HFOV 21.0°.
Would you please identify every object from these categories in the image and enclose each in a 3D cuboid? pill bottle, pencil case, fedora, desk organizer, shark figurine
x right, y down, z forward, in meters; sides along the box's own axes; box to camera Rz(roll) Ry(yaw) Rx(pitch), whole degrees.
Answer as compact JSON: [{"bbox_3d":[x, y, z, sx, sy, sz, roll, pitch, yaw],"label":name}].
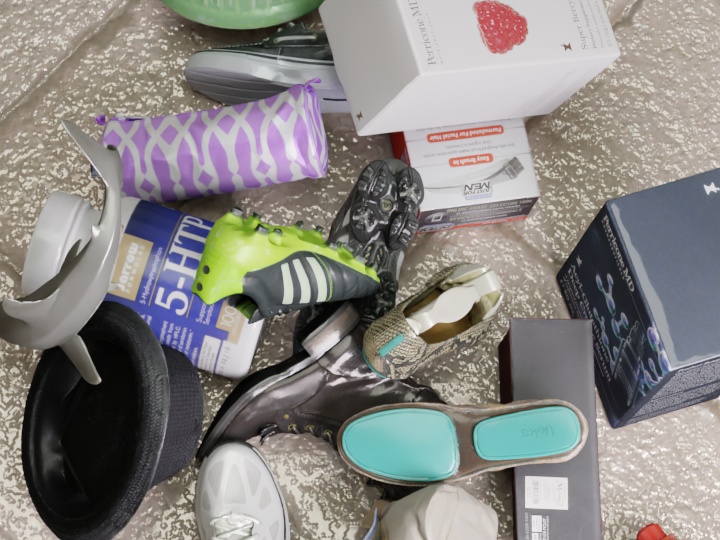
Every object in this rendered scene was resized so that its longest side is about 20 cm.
[{"bbox_3d":[-0.172,0.006,1.610,0.199,0.120,0.120,17,71,-1],"label":"pill bottle"},{"bbox_3d":[-0.125,-0.106,1.651,0.199,0.084,0.086,-8,88,4],"label":"pencil case"},{"bbox_3d":[-0.188,0.125,1.559,0.091,0.200,0.201,6,67,-42],"label":"fedora"},{"bbox_3d":[0.156,0.146,1.624,0.071,0.077,0.201,1,72,-5],"label":"desk organizer"},{"bbox_3d":[-0.233,0.001,1.489,0.089,0.215,0.128,2,42,-43],"label":"shark figurine"}]

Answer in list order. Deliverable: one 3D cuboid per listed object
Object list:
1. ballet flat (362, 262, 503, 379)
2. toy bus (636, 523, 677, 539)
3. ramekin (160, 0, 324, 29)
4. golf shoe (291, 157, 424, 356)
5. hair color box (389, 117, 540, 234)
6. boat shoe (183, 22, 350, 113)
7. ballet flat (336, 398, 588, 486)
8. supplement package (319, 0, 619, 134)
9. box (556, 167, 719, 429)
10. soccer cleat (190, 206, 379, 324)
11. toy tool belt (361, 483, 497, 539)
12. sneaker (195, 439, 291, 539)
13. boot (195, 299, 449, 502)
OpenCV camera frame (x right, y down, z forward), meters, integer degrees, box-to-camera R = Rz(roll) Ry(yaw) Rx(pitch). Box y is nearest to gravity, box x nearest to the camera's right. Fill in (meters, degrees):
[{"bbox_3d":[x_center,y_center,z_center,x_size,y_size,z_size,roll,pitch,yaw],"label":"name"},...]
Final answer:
[{"bbox_3d":[0.075,0.032,1.601,0.068,0.075,0.200,53,35,5],"label":"ballet flat"},{"bbox_3d":[0.272,0.283,1.536,0.135,0.200,0.192,-25,69,-15],"label":"toy bus"},{"bbox_3d":[-0.101,-0.318,1.705,0.199,0.098,0.201,-1,55,1],"label":"ramekin"},{"bbox_3d":[0.000,0.000,1.661,0.078,0.094,0.201,24,96,-7],"label":"golf shoe"},{"bbox_3d":[0.081,-0.141,1.718,0.110,0.064,0.201,-7,72,-11],"label":"hair color box"},{"bbox_3d":[-0.053,-0.180,1.698,0.199,0.072,0.071,6,66,12],"label":"boat shoe"},{"bbox_3d":[0.082,0.137,1.556,0.199,0.067,0.068,-1,87,4],"label":"ballet flat"},{"bbox_3d":[0.089,-0.198,1.611,0.199,0.120,0.122,-10,75,-30],"label":"supplement package"},{"bbox_3d":[0.253,0.028,1.610,0.107,0.200,0.149,-16,74,-12],"label":"box"},{"bbox_3d":[-0.060,0.004,1.535,0.067,0.200,0.081,37,103,34],"label":"soccer cleat"},{"bbox_3d":[0.030,0.265,1.520,0.125,0.123,0.201,37,55,-35],"label":"toy tool belt"},{"bbox_3d":[-0.088,0.233,1.526,0.075,0.115,0.201,-7,86,-4],"label":"sneaker"},{"bbox_3d":[-0.017,0.140,1.607,0.200,0.069,0.174,-41,98,7],"label":"boot"}]
